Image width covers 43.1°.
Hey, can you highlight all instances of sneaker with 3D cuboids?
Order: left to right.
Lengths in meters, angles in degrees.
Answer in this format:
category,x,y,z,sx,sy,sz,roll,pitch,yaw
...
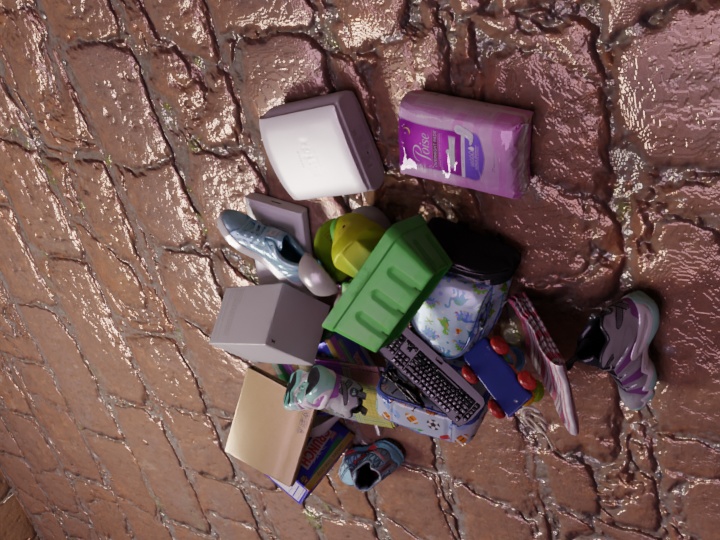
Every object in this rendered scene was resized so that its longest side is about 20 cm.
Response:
category,x,y,z,sx,sy,sz,roll,pitch,yaw
sneaker,-0.164,-0.057,1.642,0.199,0.074,0.082,35,137,-4
sneaker,-0.054,0.234,1.660,0.139,0.078,0.200,23,163,-18
sneaker,0.002,0.414,1.891,0.079,0.096,0.200,48,139,-2
sneaker,0.360,0.133,1.337,0.078,0.139,0.202,-135,33,-58

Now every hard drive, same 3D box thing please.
category,x,y,z,sx,sy,sz,roll,pitch,yaw
hard drive,-0.147,-0.041,1.708,0.131,0.026,0.202,18,132,28

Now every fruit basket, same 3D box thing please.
category,x,y,z,sx,sy,sz,roll,pitch,yaw
fruit basket,0.014,-0.010,1.384,0.213,0.155,0.218,5,103,24

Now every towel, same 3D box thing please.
category,x,y,z,sx,sy,sz,roll,pitch,yaw
towel,-0.021,0.224,1.707,0.198,0.023,0.145,5,125,33
towel,0.280,0.140,1.392,0.030,0.201,0.147,-20,123,2

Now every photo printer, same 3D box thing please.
category,x,y,z,sx,sy,sz,roll,pitch,yaw
photo printer,-0.072,-0.199,1.489,0.199,0.069,0.168,-2,120,40

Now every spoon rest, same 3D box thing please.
category,x,y,z,sx,sy,sz,roll,pitch,yaw
spoon rest,-0.051,0.299,1.848,0.198,0.099,0.061,-2,113,18

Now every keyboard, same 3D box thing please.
category,x,y,z,sx,sy,sz,roll,pitch,yaw
keyboard,0.099,0.179,1.468,0.200,0.040,0.104,42,125,11

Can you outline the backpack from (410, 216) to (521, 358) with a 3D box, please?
category,x,y,z,sx,sy,sz,roll,pitch,yaw
backpack,0.154,0.042,1.455,0.162,0.154,0.201,25,146,17

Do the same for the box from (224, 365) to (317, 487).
category,x,y,z,sx,sy,sz,roll,pitch,yaw
box,-0.177,0.307,1.800,0.162,0.021,0.202,25,112,17

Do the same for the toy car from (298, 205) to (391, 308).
category,x,y,z,sx,sy,sz,roll,pitch,yaw
toy car,0.000,0.000,1.545,0.200,0.175,0.150,47,175,-2

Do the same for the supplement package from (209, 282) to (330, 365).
category,x,y,z,sx,sy,sz,roll,pitch,yaw
supplement package,-0.173,0.103,1.722,0.119,0.122,0.199,28,161,-35

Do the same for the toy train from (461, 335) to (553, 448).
category,x,y,z,sx,sy,sz,roll,pitch,yaw
toy train,0.257,0.197,1.435,0.085,0.115,0.201,-47,63,21

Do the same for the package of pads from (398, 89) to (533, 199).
category,x,y,z,sx,sy,sz,roll,pitch,yaw
package of pads,0.151,-0.185,1.314,0.198,0.076,0.122,17,129,29

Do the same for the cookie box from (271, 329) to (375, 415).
category,x,y,z,sx,sy,sz,roll,pitch,yaw
cookie box,-0.069,0.195,1.792,0.199,0.075,0.172,-14,112,43

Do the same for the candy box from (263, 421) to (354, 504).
category,x,y,z,sx,sy,sz,roll,pitch,yaw
candy box,-0.143,0.355,1.909,0.199,0.169,0.077,38,142,8

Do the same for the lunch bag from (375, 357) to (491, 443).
category,x,y,z,sx,sy,sz,roll,pitch,yaw
lunch bag,0.128,0.205,1.580,0.198,0.161,0.076,19,135,19
